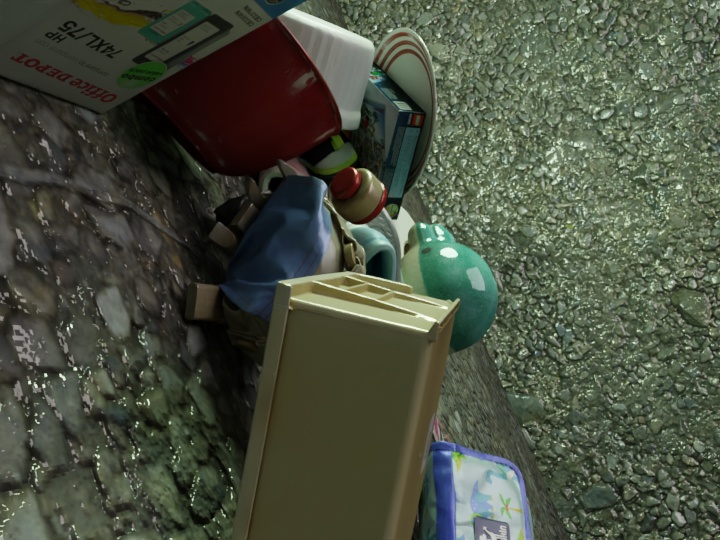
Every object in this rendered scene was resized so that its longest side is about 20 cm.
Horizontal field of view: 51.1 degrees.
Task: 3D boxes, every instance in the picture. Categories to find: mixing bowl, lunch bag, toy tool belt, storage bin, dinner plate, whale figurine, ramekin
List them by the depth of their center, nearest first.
[{"bbox_3d":[-0.002,0.111,0.499,0.198,0.092,0.204,-10,111,-79],"label":"storage bin"},{"bbox_3d":[-0.057,-0.024,0.616,0.123,0.124,0.202,42,66,-40],"label":"toy tool belt"},{"bbox_3d":[-0.120,-0.155,0.644,0.200,0.109,0.200,43,-8,7],"label":"mixing bowl"},{"bbox_3d":[0.114,0.285,0.762,0.200,0.125,0.173,51,32,-50],"label":"lunch bag"},{"bbox_3d":[-0.079,-0.243,0.861,0.197,0.099,0.201,19,18,-6],"label":"ramekin"},{"bbox_3d":[0.111,0.008,0.897,0.161,0.102,0.201,64,20,-19],"label":"whale figurine"},{"bbox_3d":[0.049,-0.189,0.920,0.199,0.024,0.204,178,-90,-67],"label":"dinner plate"}]

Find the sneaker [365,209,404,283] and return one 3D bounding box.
[{"bbox_3d":[0.000,0.000,0.796,0.118,0.073,0.203,39,-28,62],"label":"sneaker"}]

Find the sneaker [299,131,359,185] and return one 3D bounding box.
[{"bbox_3d":[-0.064,-0.175,0.947,0.199,0.071,0.084,34,-28,50],"label":"sneaker"}]

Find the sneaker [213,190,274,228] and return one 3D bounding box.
[{"bbox_3d":[-0.072,-0.006,0.732,0.200,0.073,0.080,51,23,-51],"label":"sneaker"}]

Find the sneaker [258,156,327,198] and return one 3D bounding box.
[{"bbox_3d":[-0.054,-0.045,0.881,0.202,0.075,0.105,55,10,-14],"label":"sneaker"}]

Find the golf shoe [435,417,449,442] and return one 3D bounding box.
[{"bbox_3d":[0.060,0.166,0.961,0.203,0.072,0.092,67,11,9],"label":"golf shoe"}]

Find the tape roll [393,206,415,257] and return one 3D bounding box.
[{"bbox_3d":[0.061,0.017,0.965,0.204,0.036,0.205,54,26,-41],"label":"tape roll"}]

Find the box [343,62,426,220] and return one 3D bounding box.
[{"bbox_3d":[0.009,-0.174,0.939,0.201,0.037,0.138,-122,-142,-48],"label":"box"}]

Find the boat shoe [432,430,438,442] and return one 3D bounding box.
[{"bbox_3d":[0.026,0.165,0.869,0.063,0.072,0.202,-27,90,-58],"label":"boat shoe"}]

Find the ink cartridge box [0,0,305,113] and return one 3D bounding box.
[{"bbox_3d":[-0.153,-0.225,0.492,0.148,0.197,0.147,67,12,5],"label":"ink cartridge box"}]

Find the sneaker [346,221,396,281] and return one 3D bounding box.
[{"bbox_3d":[-0.007,0.061,0.692,0.082,0.073,0.204,24,-67,61],"label":"sneaker"}]
